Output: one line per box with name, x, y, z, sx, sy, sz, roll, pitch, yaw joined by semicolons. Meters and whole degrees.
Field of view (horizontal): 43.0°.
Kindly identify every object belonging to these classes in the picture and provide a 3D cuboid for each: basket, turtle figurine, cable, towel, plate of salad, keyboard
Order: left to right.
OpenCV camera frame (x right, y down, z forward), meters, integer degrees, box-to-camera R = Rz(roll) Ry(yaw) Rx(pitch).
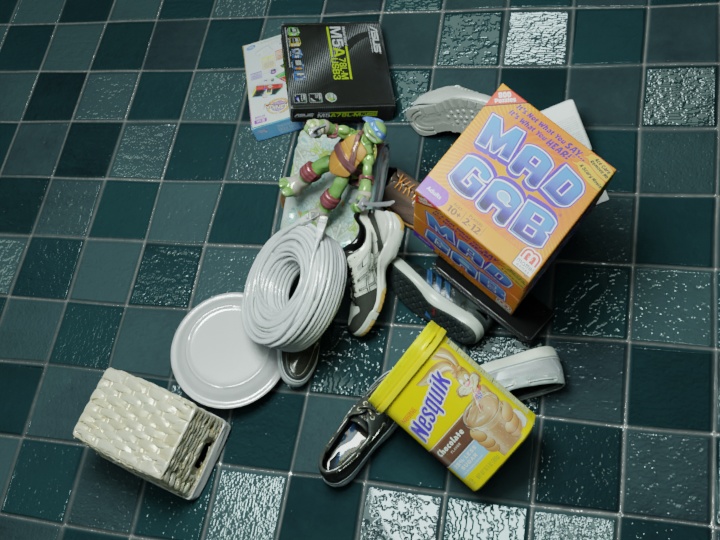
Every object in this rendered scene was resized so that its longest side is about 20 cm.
basket;-0.326;0.250;1.425;0.196;0.124;0.138;19;71;22
plate of salad;-0.210;0.131;1.490;0.195;0.048;0.204;-2;62;4
cable;-0.106;0.026;1.421;0.198;0.068;0.205;-17;59;44
turtle figurine;-0.049;-0.150;1.402;0.193;0.143;0.202;-41;27;34
towel;-0.045;-0.125;1.515;0.168;0.048;0.205;12;90;24
keyboard;0.216;0.018;1.421;0.199;0.021;0.127;40;59;18

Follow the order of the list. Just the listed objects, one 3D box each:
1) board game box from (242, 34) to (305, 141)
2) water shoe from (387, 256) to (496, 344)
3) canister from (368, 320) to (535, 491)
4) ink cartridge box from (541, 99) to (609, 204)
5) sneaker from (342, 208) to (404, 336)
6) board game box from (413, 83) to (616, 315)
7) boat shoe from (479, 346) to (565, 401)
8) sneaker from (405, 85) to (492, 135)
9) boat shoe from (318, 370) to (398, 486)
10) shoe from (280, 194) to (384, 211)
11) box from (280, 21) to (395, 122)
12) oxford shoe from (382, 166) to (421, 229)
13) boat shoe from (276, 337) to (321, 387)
board game box;-0.139;-0.354;1.719;0.149;0.040;0.204;-14;62;9
water shoe;0.128;0.038;1.445;0.078;0.072;0.199;-35;62;-29
canister;0.130;0.193;1.289;0.199;0.086;0.149;40;111;4
ink cartridge box;0.286;-0.161;1.503;0.196;0.044;0.177;-21;85;5
sneaker;0.000;0.000;1.443;0.086;0.076;0.205;13;96;-20
board game box;0.211;-0.095;1.316;0.199;0.200;0.201;39;80;12
boat shoe;0.205;0.176;1.341;0.197;0.070;0.073;-21;59;4
sneaker;0.168;-0.282;1.553;0.197;0.077;0.081;10;49;43
boat shoe;0.008;0.232;1.368;0.068;0.057;0.202;29;75;26
shoe;-0.047;-0.108;1.570;0.196;0.053;0.072;12;91;25
box;-0.043;-0.362;1.658;0.188;0.048;0.204;-4;61;-8
oxford shoe;0.075;-0.124;1.525;0.197;0.073;0.072;24;72;24
boat shoe;-0.088;0.083;1.466;0.067;0.057;0.204;15;65;-8
